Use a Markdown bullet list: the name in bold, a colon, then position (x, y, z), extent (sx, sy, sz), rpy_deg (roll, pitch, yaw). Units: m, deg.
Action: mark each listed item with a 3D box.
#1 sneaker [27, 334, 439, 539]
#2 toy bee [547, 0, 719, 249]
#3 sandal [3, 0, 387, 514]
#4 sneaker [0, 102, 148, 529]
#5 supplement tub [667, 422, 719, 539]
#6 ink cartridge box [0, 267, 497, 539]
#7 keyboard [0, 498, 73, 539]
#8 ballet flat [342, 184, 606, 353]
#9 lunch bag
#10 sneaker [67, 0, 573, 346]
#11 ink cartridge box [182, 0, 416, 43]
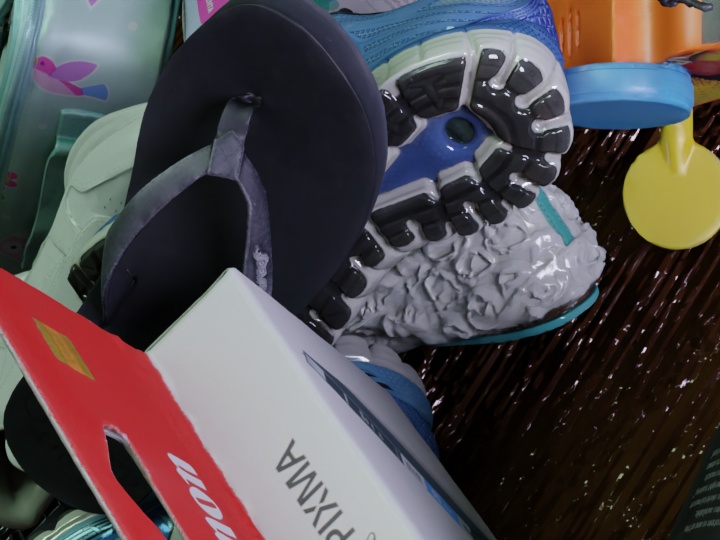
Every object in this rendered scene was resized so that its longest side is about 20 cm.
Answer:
- **sneaker**: position (-0.052, 0.110, 0.866), extent (0.200, 0.078, 0.090), rpy_deg (-44, 35, 9)
- **toy bee**: position (0.113, -0.072, 0.847), extent (0.200, 0.108, 0.132), rpy_deg (-134, 49, -72)
- **sandal**: position (-0.052, 0.004, 0.807), extent (0.201, 0.076, 0.043), rpy_deg (-62, -3, 31)
- **sneaker**: position (-0.089, 0.020, 0.952), extent (0.200, 0.074, 0.100), rpy_deg (-52, 32, 41)
- **supplement tub**: position (0.126, 0.092, 0.614), extent (0.122, 0.122, 0.201), rpy_deg (-1, 54, 51)
- **ink cartridge box**: position (-0.008, 0.073, 0.710), extent (0.045, 0.176, 0.200), rpy_deg (-44, 47, 7)
- **keyboard**: position (-0.089, 0.023, 1.042), extent (0.200, 0.040, 0.104), rpy_deg (-45, 32, 6)
- **ballet flat**: position (0.000, 0.000, 0.926), extent (0.199, 0.072, 0.072), rpy_deg (-17, 44, 40)
- **lunch bag**: position (-0.121, -0.088, 1.079), extent (0.200, 0.076, 0.161), rpy_deg (113, 167, -54)
- **sneaker**: position (-0.011, -0.031, 0.859), extent (0.199, 0.079, 0.089), rpy_deg (-28, 25, 27)
- **ink cartridge box**: position (0.047, -0.113, 0.937), extent (0.199, 0.119, 0.042), rpy_deg (-36, 35, 21)
